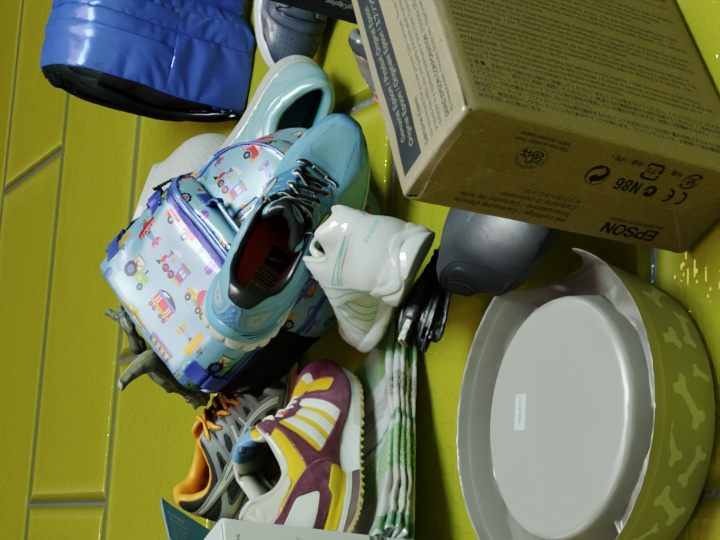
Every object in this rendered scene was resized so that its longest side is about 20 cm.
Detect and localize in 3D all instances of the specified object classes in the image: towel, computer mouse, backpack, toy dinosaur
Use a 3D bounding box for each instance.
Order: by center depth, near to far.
[{"bbox_3d":[0.073,-0.024,0.947,0.140,0.052,0.200,-64,9,-14],"label":"computer mouse"},{"bbox_3d":[-0.003,0.149,1.108,0.149,0.030,0.201,-52,26,42],"label":"towel"},{"bbox_3d":[-0.087,-0.017,1.197,0.200,0.134,0.183,-42,70,19],"label":"backpack"},{"bbox_3d":[-0.170,0.068,1.231,0.047,0.200,0.089,-26,75,8],"label":"toy dinosaur"},{"bbox_3d":[-0.228,-0.244,1.521,0.162,0.198,0.170,-3,80,63],"label":"backpack"}]

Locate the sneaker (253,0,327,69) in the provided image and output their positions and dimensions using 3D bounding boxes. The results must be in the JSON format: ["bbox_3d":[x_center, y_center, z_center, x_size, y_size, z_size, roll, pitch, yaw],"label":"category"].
[{"bbox_3d":[-0.037,-0.274,1.303,0.108,0.069,0.202,11,89,65],"label":"sneaker"}]

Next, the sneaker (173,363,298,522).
[{"bbox_3d":[-0.111,0.138,1.316,0.078,0.076,0.202,31,108,63],"label":"sneaker"}]

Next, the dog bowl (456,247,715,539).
[{"bbox_3d":[0.133,0.090,0.876,0.200,0.058,0.202,-31,54,56],"label":"dog bowl"}]

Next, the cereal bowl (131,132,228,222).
[{"bbox_3d":[-0.178,-0.044,1.421,0.200,0.082,0.202,-160,90,-83],"label":"cereal bowl"}]

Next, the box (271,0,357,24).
[{"bbox_3d":[0.018,-0.287,1.057,0.197,0.198,0.125,-51,38,44],"label":"box"}]

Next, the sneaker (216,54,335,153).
[{"bbox_3d":[-0.083,-0.091,1.284,0.202,0.073,0.082,-67,26,10],"label":"sneaker"}]

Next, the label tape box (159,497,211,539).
[{"bbox_3d":[-0.081,0.276,1.137,0.063,0.144,0.201,-26,51,14],"label":"label tape box"}]

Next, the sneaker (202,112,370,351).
[{"bbox_3d":[-0.045,-0.035,1.088,0.201,0.078,0.090,-63,1,-23],"label":"sneaker"}]

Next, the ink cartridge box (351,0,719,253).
[{"bbox_3d":[0.105,-0.107,0.834,0.075,0.198,0.166,-53,37,40],"label":"ink cartridge box"}]

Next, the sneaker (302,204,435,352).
[{"bbox_3d":[0.000,0.000,1.073,0.071,0.080,0.201,-62,-3,-21],"label":"sneaker"}]

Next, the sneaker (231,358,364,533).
[{"bbox_3d":[-0.050,0.124,1.091,0.201,0.089,0.075,-99,33,-59],"label":"sneaker"}]

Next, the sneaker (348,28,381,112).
[{"bbox_3d":[0.078,-0.183,0.962,0.199,0.082,0.077,-38,30,7],"label":"sneaker"}]

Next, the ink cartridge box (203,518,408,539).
[{"bbox_3d":[-0.027,0.246,0.990,0.146,0.198,0.085,-52,36,43],"label":"ink cartridge box"}]
